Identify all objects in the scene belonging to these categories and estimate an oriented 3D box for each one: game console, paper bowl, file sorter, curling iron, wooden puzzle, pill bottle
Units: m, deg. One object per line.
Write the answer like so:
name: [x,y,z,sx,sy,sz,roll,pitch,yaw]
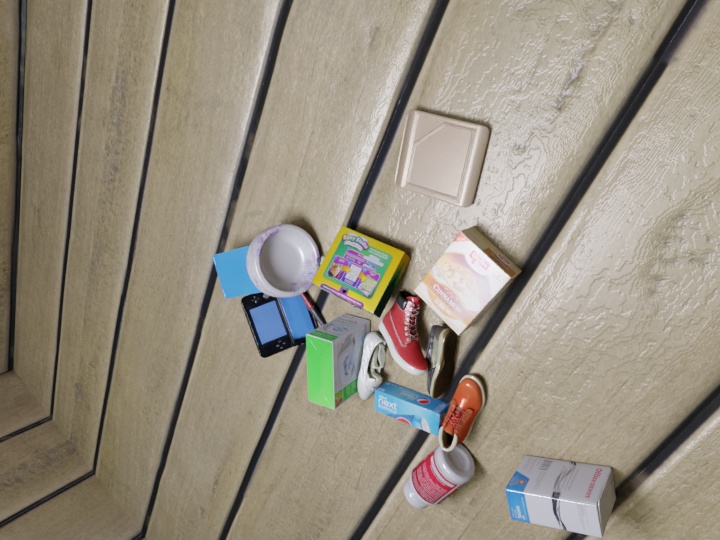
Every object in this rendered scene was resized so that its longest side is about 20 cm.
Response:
game console: [-0.242,0.146,1.624,0.116,0.175,0.201,-14,96,67]
paper bowl: [-0.222,-0.025,1.498,0.104,0.200,0.201,-5,101,55]
file sorter: [-0.325,-0.007,1.628,0.200,0.123,0.139,-11,97,37]
curling iron: [-0.140,0.099,1.582,0.049,0.026,0.200,-27,89,23]
wooden puzzle: [0.184,-0.259,1.235,0.200,0.037,0.186,21,115,25]
pill bottle: [0.201,0.545,1.417,0.112,0.112,0.200,46,125,16]

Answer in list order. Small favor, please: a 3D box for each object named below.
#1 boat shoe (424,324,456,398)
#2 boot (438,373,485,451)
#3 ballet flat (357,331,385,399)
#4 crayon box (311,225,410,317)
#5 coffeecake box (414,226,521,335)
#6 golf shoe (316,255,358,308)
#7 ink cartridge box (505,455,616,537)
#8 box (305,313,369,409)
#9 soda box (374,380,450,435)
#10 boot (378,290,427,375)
boat shoe: [0.196,0.228,1.357,0.065,0.073,0.201,29,120,43]
boot: [0.248,0.356,1.330,0.075,0.107,0.201,23,115,31]
ballet flat: [0.034,0.270,1.471,0.069,0.069,0.201,13,103,33]
crayon box: [0.000,0.000,1.380,0.200,0.058,0.173,25,83,27]
coffeecake box: [0.245,0.024,1.249,0.154,0.073,0.200,46,125,17]
golf shoe: [-0.033,0.013,1.463,0.200,0.078,0.095,44,103,19]
ink cartridge box: [0.448,0.498,1.199,0.200,0.144,0.085,-6,102,38]
box: [-0.059,0.245,1.475,0.096,0.176,0.201,11,110,34]
soda box: [0.136,0.367,1.441,0.200,0.064,0.068,14,112,33]
boot: [0.128,0.150,1.345,0.145,0.072,0.200,-61,42,29]
